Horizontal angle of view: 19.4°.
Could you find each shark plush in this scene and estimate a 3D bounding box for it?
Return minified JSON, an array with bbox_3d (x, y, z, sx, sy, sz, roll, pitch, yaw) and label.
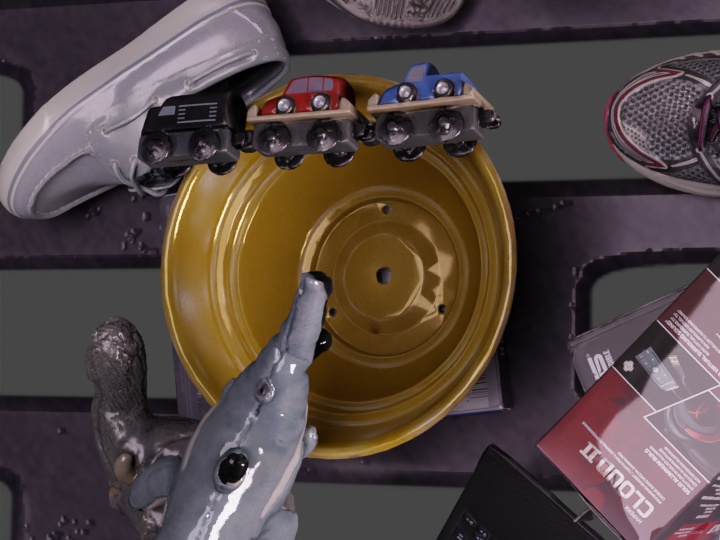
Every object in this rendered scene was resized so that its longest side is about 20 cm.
[{"bbox_3d":[-0.050,0.096,1.051,0.091,0.083,0.200,38,111,0],"label":"shark plush"}]

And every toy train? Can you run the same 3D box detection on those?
[{"bbox_3d":[-0.023,-0.078,1.084,0.200,0.034,0.046,-3,72,23],"label":"toy train"}]

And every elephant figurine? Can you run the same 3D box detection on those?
[{"bbox_3d":[-0.092,0.148,1.166,0.142,0.155,0.200,40,111,42],"label":"elephant figurine"}]

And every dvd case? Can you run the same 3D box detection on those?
[{"bbox_3d":[-0.017,0.017,1.209,0.200,0.025,0.150,-8,83,21],"label":"dvd case"}]

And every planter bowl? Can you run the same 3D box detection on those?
[{"bbox_3d":[0.000,0.000,1.137,0.200,0.083,0.201,-2,85,21],"label":"planter bowl"}]

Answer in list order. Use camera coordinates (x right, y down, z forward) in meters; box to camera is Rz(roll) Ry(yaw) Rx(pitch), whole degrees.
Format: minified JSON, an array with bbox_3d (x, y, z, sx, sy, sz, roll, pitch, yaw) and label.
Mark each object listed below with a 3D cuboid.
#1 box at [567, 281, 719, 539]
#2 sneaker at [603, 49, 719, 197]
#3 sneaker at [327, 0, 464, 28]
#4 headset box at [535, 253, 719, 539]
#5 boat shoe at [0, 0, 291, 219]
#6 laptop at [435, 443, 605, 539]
[{"bbox_3d":[0.218,0.096,1.097,0.160,0.044,0.200,-25,78,18],"label":"box"},{"bbox_3d":[0.223,-0.077,1.091,0.200,0.075,0.081,6,89,23],"label":"sneaker"},{"bbox_3d":[-0.042,-0.196,1.204,0.200,0.121,0.084,19,103,-18],"label":"sneaker"},{"bbox_3d":[0.180,0.054,1.011,0.200,0.149,0.075,-48,71,12],"label":"headset box"},{"bbox_3d":[-0.126,-0.084,1.233,0.201,0.070,0.072,-38,63,12],"label":"boat shoe"},{"bbox_3d":[0.071,0.230,1.111,0.177,0.103,0.200,41,132,19],"label":"laptop"}]
